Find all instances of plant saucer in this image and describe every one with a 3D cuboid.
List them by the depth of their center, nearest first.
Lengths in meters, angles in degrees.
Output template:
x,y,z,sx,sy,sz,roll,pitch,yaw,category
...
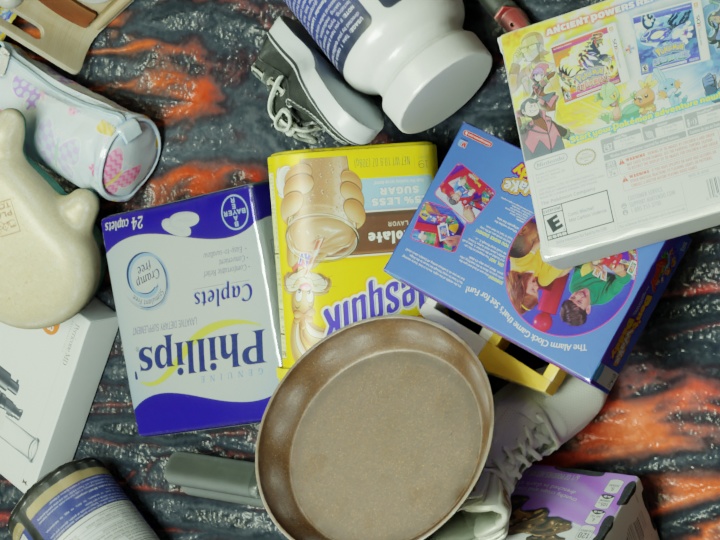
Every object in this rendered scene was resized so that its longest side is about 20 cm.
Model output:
x,y,z,sx,sy,sz,roll,pitch,yaw,category
0.015,0.131,1.601,0.199,0.034,0.201,-13,58,22,plant saucer

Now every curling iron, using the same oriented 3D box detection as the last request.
x,y,z,sx,sy,sz,roll,pitch,yaw,category
0.113,-0.193,1.663,0.049,0.026,0.201,-31,69,0,curling iron

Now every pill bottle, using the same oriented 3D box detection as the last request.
x,y,z,sx,sy,sz,roll,pitch,yaw,category
0.012,-0.215,1.687,0.116,0.115,0.200,-48,68,31,pill bottle
-0.230,0.281,1.941,0.200,0.112,0.112,49,122,21,pill bottle

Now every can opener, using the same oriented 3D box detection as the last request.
x,y,z,sx,sy,sz,roll,pitch,yaw,category
-0.084,0.181,1.865,0.199,0.053,0.067,-1,62,35,can opener

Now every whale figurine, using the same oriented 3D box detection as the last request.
x,y,z,sx,sy,sz,roll,pitch,yaw,category
-0.305,-0.049,1.909,0.158,0.104,0.201,-16,101,17,whale figurine

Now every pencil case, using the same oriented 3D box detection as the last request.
x,y,z,sx,sy,sz,roll,pitch,yaw,category
-0.276,-0.139,1.934,0.199,0.083,0.091,30,124,29,pencil case

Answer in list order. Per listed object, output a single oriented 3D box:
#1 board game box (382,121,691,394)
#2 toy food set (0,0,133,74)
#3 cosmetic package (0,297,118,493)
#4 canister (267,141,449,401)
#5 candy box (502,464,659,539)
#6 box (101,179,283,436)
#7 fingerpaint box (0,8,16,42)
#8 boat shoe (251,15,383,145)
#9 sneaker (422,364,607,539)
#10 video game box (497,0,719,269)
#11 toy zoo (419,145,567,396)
x,y,z,sx,sy,sz,roll,pitch,yaw,category
0.133,-0.012,1.606,0.199,0.045,0.135,29,89,29,board game box
-0.248,-0.267,1.854,0.200,0.143,0.061,-35,38,34,toy food set
-0.324,0.094,2.025,0.150,0.052,0.201,32,114,26,cosmetic package
0.000,0.000,1.710,0.087,0.148,0.201,180,85,-76,canister
0.112,0.241,1.620,0.167,0.200,0.072,3,128,36,candy box
-0.112,0.032,1.823,0.183,0.105,0.201,-10,91,38,box
-0.379,-0.301,1.973,0.200,0.073,0.167,-56,50,29,fingerpaint box
-0.044,-0.142,1.722,0.068,0.073,0.199,-53,38,12,boat shoe
0.116,0.154,1.623,0.199,0.116,0.074,-31,121,4,sneaker
0.213,-0.114,1.541,0.199,0.047,0.183,-16,75,21,video game box
0.133,0.007,1.640,0.131,0.020,0.201,31,91,30,toy zoo
